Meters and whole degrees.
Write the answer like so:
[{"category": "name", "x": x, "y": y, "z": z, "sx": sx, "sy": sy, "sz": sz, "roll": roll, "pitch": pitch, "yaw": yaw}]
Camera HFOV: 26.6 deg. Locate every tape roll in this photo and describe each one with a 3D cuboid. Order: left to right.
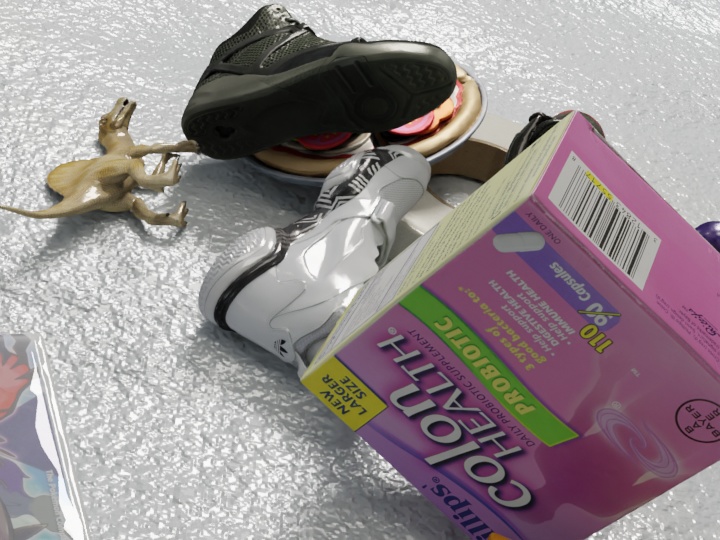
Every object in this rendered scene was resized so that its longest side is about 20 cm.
[{"category": "tape roll", "x": 0.086, "y": -0.056, "z": 1.149, "sx": 0.203, "sy": 0.037, "sz": 0.203, "roll": 11, "pitch": 38, "yaw": -9}]

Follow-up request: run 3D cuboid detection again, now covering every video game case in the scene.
[{"category": "video game case", "x": -0.245, "y": 0.109, "z": 0.815, "sx": 0.182, "sy": 0.023, "sz": 0.200, "roll": -1, "pitch": 41, "yaw": -24}]

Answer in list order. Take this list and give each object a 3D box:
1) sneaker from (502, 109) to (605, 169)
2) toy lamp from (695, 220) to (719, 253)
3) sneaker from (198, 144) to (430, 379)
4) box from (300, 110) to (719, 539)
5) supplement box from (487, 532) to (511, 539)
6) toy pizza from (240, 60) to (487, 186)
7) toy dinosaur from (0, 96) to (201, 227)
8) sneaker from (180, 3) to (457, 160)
[{"category": "sneaker", "x": 0.144, "y": -0.075, "z": 1.088, "sx": 0.071, "sy": 0.098, "sz": 0.200, "roll": 24, "pitch": 36, "yaw": 9}, {"category": "toy lamp", "x": 0.232, "y": 0.030, "z": 1.086, "sx": 0.058, "sy": 0.058, "sz": 0.200, "roll": 26, "pitch": 36, "yaw": 11}, {"category": "sneaker", "x": 0.000, "y": 0.000, "z": 1.002, "sx": 0.115, "sy": 0.075, "sz": 0.200, "roll": 39, "pitch": 55, "yaw": 22}, {"category": "box", "x": 0.101, "y": 0.047, "z": 0.845, "sx": 0.176, "sy": 0.200, "sz": 0.097, "roll": 44, "pitch": 39, "yaw": -8}, {"category": "supplement box", "x": 0.143, "y": 0.215, "z": 0.762, "sx": 0.200, "sy": 0.074, "sz": 0.126, "roll": 21, "pitch": 8, "yaw": 5}, {"category": "toy pizza", "x": -0.004, "y": -0.128, "z": 1.150, "sx": 0.200, "sy": 0.032, "sz": 0.200, "roll": -6, "pitch": 35, "yaw": 4}, {"category": "toy dinosaur", "x": -0.171, "y": -0.058, "z": 1.045, "sx": 0.101, "sy": 0.058, "sz": 0.200, "roll": 7, "pitch": 28, "yaw": 9}, {"category": "sneaker", "x": -0.027, "y": -0.149, "z": 1.086, "sx": 0.199, "sy": 0.076, "sz": 0.114, "roll": -10, "pitch": 47, "yaw": 22}]
